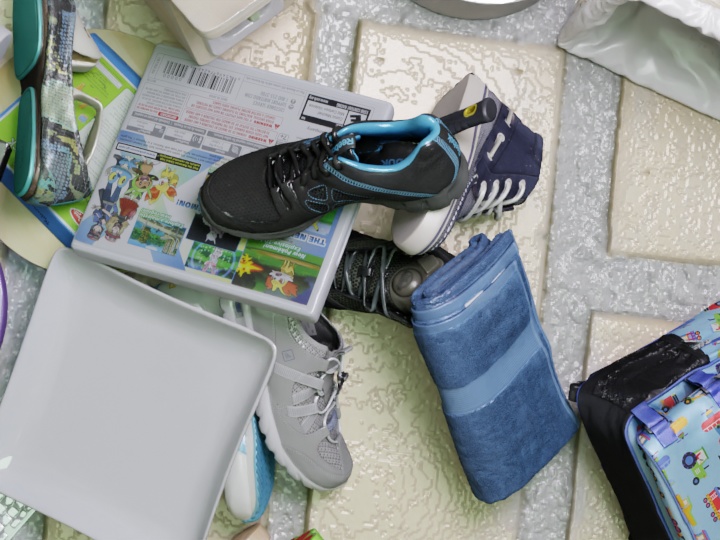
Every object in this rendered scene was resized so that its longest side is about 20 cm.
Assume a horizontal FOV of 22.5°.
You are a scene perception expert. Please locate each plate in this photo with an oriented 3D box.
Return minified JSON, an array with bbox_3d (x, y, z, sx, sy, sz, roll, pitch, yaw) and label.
[{"bbox_3d":[-0.176,0.108,1.380,0.199,0.032,0.200,23,99,17],"label":"plate"}]

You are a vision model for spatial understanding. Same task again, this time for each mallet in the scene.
[{"bbox_3d":[0.027,-0.086,1.383,0.041,0.200,0.066,31,65,-31],"label":"mallet"}]

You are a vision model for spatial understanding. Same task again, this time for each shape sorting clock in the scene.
[{"bbox_3d":[-0.211,-0.092,1.426,0.199,0.039,0.201,1,77,-6],"label":"shape sorting clock"}]

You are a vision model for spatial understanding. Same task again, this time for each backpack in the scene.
[{"bbox_3d":[0.294,0.125,1.431,0.199,0.134,0.183,-30,110,-15],"label":"backpack"}]

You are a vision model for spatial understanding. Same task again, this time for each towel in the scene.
[{"bbox_3d":[0.104,0.078,1.399,0.112,0.048,0.201,-41,127,-32],"label":"towel"}]

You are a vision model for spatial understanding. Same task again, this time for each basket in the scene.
[{"bbox_3d":[0.291,-0.224,1.424,0.199,0.198,0.161,25,82,-6],"label":"basket"}]

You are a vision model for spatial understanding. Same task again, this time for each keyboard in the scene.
[{"bbox_3d":[-0.295,0.191,1.418,0.056,0.011,0.200,41,83,-4],"label":"keyboard"}]

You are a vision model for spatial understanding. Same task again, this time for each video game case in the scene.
[{"bbox_3d":[-0.096,-0.069,1.371,0.199,0.022,0.183,16,71,14],"label":"video game case"}]

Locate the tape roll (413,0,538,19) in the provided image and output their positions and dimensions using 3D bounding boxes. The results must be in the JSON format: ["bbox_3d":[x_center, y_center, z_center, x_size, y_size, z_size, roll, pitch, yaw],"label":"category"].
[{"bbox_3d":[0.096,-0.307,1.463,0.201,0.071,0.204,0,88,-8],"label":"tape roll"}]

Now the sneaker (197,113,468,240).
[{"bbox_3d":[-0.025,-0.077,1.305,0.199,0.082,0.074,-11,65,8],"label":"sneaker"}]

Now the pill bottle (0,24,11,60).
[{"bbox_3d":[-0.371,-0.202,1.373,0.200,0.112,0.113,35,84,-5],"label":"pill bottle"}]

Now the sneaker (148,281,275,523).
[{"bbox_3d":[-0.119,0.102,1.421,0.080,0.077,0.201,-15,88,7],"label":"sneaker"}]

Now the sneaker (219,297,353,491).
[{"bbox_3d":[-0.041,0.083,1.395,0.082,0.075,0.201,-14,115,17],"label":"sneaker"}]

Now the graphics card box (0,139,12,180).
[{"bbox_3d":[-0.371,-0.070,1.334,0.199,0.051,0.126,22,84,-7],"label":"graphics card box"}]

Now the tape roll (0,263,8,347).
[{"bbox_3d":[-0.373,0.027,1.387,0.199,0.066,0.201,0,88,-8],"label":"tape roll"}]

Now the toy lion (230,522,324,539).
[{"bbox_3d":[-0.105,0.264,1.349,0.200,0.192,0.069,-39,93,-7],"label":"toy lion"}]

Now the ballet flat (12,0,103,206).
[{"bbox_3d":[-0.232,-0.144,1.390,0.074,0.074,0.201,1,79,-8],"label":"ballet flat"}]

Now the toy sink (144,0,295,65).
[{"bbox_3d":[-0.109,-0.246,1.378,0.130,0.112,0.200,-38,63,-8],"label":"toy sink"}]

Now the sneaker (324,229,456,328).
[{"bbox_3d":[0.000,0.000,1.417,0.198,0.114,0.077,14,84,-5],"label":"sneaker"}]

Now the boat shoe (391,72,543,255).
[{"bbox_3d":[0.091,-0.067,1.407,0.093,0.075,0.200,36,44,-15],"label":"boat shoe"}]
